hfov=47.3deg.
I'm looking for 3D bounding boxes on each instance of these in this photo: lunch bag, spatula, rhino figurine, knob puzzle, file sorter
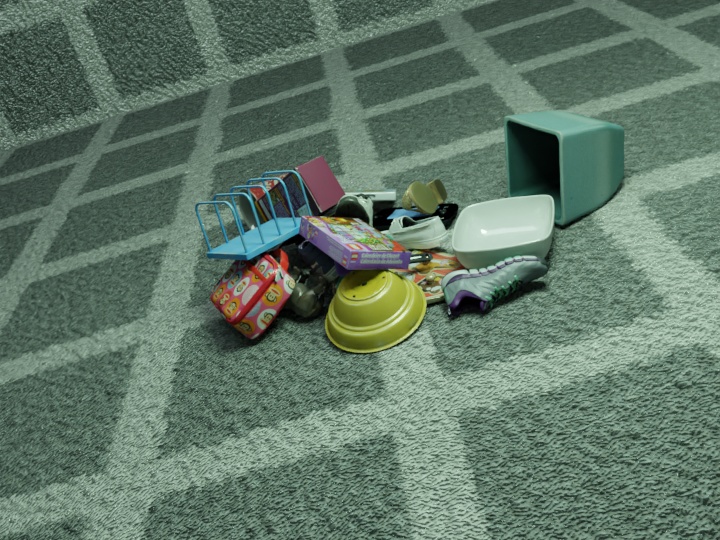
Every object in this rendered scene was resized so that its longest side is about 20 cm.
[{"bbox_3d":[-0.210,0.031,1.663,0.176,0.082,0.200,-51,30,-3],"label":"lunch bag"},{"bbox_3d":[0.047,-0.021,1.616,0.198,0.021,0.057,-3,54,-14],"label":"spatula"},{"bbox_3d":[-0.137,0.040,1.683,0.199,0.060,0.088,18,80,49],"label":"rhino figurine"},{"bbox_3d":[0.129,0.008,1.620,0.218,0.031,0.220,-10,28,5],"label":"knob puzzle"},{"bbox_3d":[-0.217,-0.117,1.695,0.138,0.124,0.200,4,26,45],"label":"file sorter"}]

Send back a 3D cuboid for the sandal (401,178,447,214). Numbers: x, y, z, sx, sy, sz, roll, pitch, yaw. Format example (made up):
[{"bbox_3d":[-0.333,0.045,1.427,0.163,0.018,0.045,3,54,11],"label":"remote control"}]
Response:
[{"bbox_3d":[0.127,-0.153,1.815,0.069,0.078,0.212,-25,2,26],"label":"sandal"}]

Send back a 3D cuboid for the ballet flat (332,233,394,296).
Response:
[{"bbox_3d":[0.000,0.000,1.695,0.200,0.071,0.065,-43,13,-34],"label":"ballet flat"}]

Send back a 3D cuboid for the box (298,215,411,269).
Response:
[{"bbox_3d":[-0.013,-0.054,1.565,0.136,0.039,0.200,-1,22,-33],"label":"box"}]

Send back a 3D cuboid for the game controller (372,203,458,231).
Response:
[{"bbox_3d":[0.121,-0.123,1.859,0.199,0.042,0.104,-2,32,26],"label":"game controller"}]

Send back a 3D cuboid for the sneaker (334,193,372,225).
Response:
[{"bbox_3d":[-0.015,-0.128,1.749,0.075,0.201,0.116,-8,61,7],"label":"sneaker"}]

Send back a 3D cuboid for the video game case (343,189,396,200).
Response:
[{"bbox_3d":[-0.006,-0.177,1.932,0.181,0.022,0.200,-1,7,2],"label":"video game case"}]

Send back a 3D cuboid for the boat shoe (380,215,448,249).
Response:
[{"bbox_3d":[0.099,-0.083,1.749,0.072,0.069,0.199,-28,18,-33],"label":"boat shoe"}]

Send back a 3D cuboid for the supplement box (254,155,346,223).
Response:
[{"bbox_3d":[-0.134,-0.154,1.809,0.085,0.111,0.200,-32,2,-39],"label":"supplement box"}]

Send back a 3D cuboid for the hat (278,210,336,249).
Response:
[{"bbox_3d":[-0.083,-0.073,1.826,0.200,0.081,0.201,-33,1,1],"label":"hat"}]

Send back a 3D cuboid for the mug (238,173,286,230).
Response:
[{"bbox_3d":[-0.176,-0.161,2.049,0.199,0.178,0.133,-29,-7,-28],"label":"mug"}]

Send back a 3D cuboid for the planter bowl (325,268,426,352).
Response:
[{"bbox_3d":[0.016,0.051,1.525,0.199,0.084,0.201,-13,40,11],"label":"planter bowl"}]

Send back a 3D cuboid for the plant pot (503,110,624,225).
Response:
[{"bbox_3d":[0.441,-0.235,1.731,0.199,0.198,0.196,-18,26,-21],"label":"plant pot"}]

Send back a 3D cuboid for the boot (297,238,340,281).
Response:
[{"bbox_3d":[-0.090,-0.032,1.701,0.073,0.090,0.200,-48,12,-11],"label":"boot"}]

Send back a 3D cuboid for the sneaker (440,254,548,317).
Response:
[{"bbox_3d":[0.249,0.036,1.496,0.199,0.075,0.088,-14,51,12],"label":"sneaker"}]

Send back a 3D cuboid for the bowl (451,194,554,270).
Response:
[{"bbox_3d":[0.287,-0.066,1.626,0.199,0.075,0.200,-6,30,20],"label":"bowl"}]
